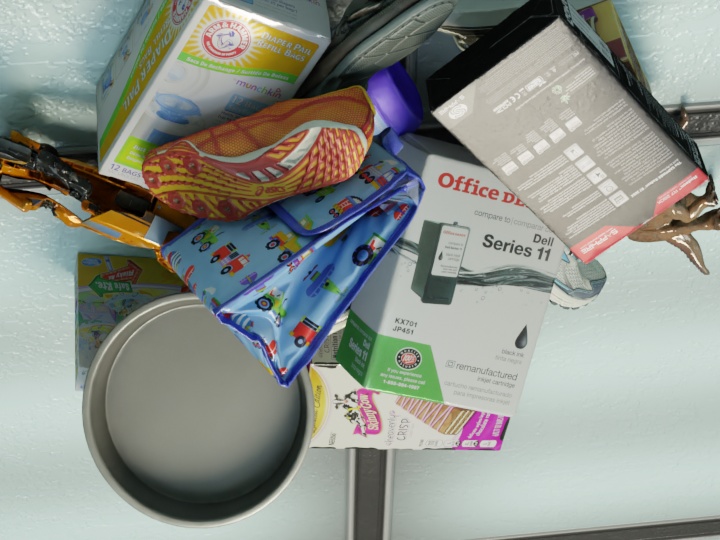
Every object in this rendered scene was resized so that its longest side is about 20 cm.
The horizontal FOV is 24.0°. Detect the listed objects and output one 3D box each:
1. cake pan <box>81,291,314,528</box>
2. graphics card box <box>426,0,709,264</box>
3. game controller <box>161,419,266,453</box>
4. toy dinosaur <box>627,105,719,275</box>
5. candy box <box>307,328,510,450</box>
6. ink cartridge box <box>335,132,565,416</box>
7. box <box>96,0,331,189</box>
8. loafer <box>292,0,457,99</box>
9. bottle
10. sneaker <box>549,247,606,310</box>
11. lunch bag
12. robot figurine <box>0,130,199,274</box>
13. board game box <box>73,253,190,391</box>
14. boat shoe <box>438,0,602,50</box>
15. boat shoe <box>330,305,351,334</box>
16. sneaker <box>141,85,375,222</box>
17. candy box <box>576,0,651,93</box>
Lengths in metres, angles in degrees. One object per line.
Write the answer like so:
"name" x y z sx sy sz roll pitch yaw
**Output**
"cake pan" -0.137 0.117 1.447 0.198 0.037 0.203 0 94 0
"graphics card box" 0.157 -0.107 1.284 0.125 0.051 0.200 -35 124 24
"game controller" -0.127 0.108 1.562 0.103 0.201 0.043 -9 115 5
"toy dinosaur" 0.253 -0.060 1.530 0.134 0.087 0.200 -21 143 13
"candy box" 0.043 0.105 1.564 0.197 0.062 0.137 2 140 -6
"ink cartridge box" 0.080 0.004 1.397 0.145 0.083 0.202 11 100 -20
"box" -0.120 -0.162 1.332 0.111 0.102 0.200 17 132 -27
"loafer" -0.005 -0.178 1.295 0.071 0.063 0.200 -18 167 -42
"bottle" -0.048 -0.114 1.425 0.198 0.066 0.084 -25 130 18
"sneaker" 0.170 -0.033 1.550 0.199 0.078 0.086 28 119 -37
"lunch bag" -0.038 -0.032 1.314 0.200 0.150 0.094 -44 119 -4
"robot figurine" -0.223 -0.057 1.396 0.198 0.145 0.059 23 86 -11
"board game box" -0.159 0.051 1.536 0.197 0.135 0.034 3 137 -14
"boat shoe" 0.101 -0.202 1.351 0.197 0.071 0.064 2 136 -15
"boat shoe" 0.000 0.000 1.468 0.198 0.075 0.063 -28 105 7
"sneaker" -0.076 -0.089 1.295 0.198 0.077 0.074 -9 124 23
"candy box" 0.174 -0.144 1.385 0.115 0.057 0.200 -18 163 13
